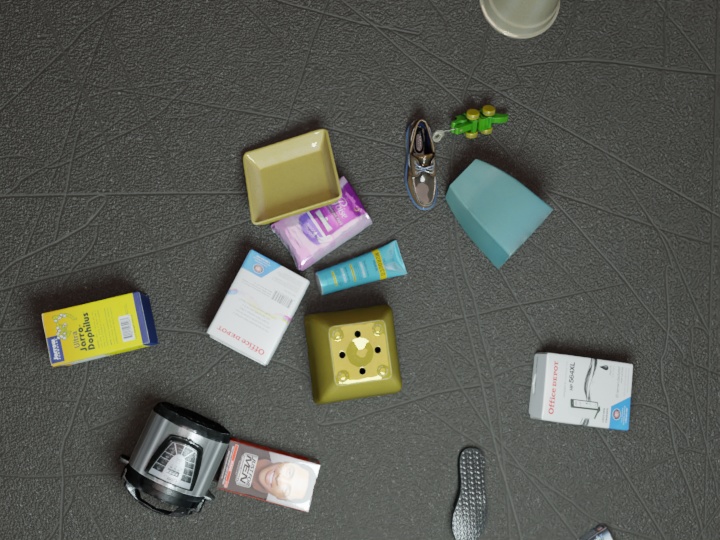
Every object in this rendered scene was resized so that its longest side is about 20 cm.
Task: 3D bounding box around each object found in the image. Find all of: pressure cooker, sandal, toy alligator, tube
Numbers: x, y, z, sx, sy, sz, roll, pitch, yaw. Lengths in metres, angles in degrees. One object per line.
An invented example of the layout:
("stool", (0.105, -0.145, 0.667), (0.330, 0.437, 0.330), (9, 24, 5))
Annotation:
("pressure cooker", (-0.370, 0.386, 1.536), (0.174, 0.178, 0.202), (19, 80, 38))
("sandal", (0.236, 0.487, 1.653), (0.074, 0.048, 0.203), (10, 70, -3))
("toy alligator", (0.240, -0.336, 1.732), (0.197, 0.060, 0.054), (-17, 44, -17))
("tube", (0.000, 0.000, 1.683), (0.197, 0.050, 0.079), (-18, 93, -13))

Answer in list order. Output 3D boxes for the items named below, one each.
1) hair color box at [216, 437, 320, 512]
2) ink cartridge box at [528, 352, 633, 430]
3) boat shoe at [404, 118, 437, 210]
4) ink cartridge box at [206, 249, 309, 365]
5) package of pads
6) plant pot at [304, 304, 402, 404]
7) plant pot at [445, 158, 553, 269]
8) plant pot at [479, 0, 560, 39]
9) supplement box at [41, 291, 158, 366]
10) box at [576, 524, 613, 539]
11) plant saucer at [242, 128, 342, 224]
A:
("hair color box", (-0.191, 0.427, 1.604), (0.197, 0.061, 0.103), (15, 81, -5))
("ink cartridge box", (0.481, 0.264, 1.677), (0.197, 0.084, 0.148), (7, 83, -6))
("boat shoe", (0.133, -0.238, 1.705), (0.071, 0.072, 0.203), (-8, 84, -6))
("ink cartridge box", (-0.216, 0.082, 1.629), (0.143, 0.085, 0.202), (28, 80, -2))
("package of pads", (-0.084, -0.100, 1.667), (0.199, 0.076, 0.121), (-34, 88, -9))
("plant pot", (-0.008, 0.171, 1.582), (0.192, 0.200, 0.198), (-7, 84, -7))
("plant pot", (0.289, -0.135, 1.679), (0.200, 0.141, 0.141), (44, 81, 7))
("plant pot", (0.383, -0.655, 1.721), (0.197, 0.184, 0.204), (1, 83, -5))
("supplement box", (-0.533, 0.121, 1.580), (0.197, 0.109, 0.111), (-13, 85, -7))
("box", (0.473, 0.653, 1.658), (0.198, 0.035, 0.111), (-29, 87, -8))
("plant saucer", (-0.144, -0.192, 1.643), (0.197, 0.049, 0.202), (-17, 57, 5))
